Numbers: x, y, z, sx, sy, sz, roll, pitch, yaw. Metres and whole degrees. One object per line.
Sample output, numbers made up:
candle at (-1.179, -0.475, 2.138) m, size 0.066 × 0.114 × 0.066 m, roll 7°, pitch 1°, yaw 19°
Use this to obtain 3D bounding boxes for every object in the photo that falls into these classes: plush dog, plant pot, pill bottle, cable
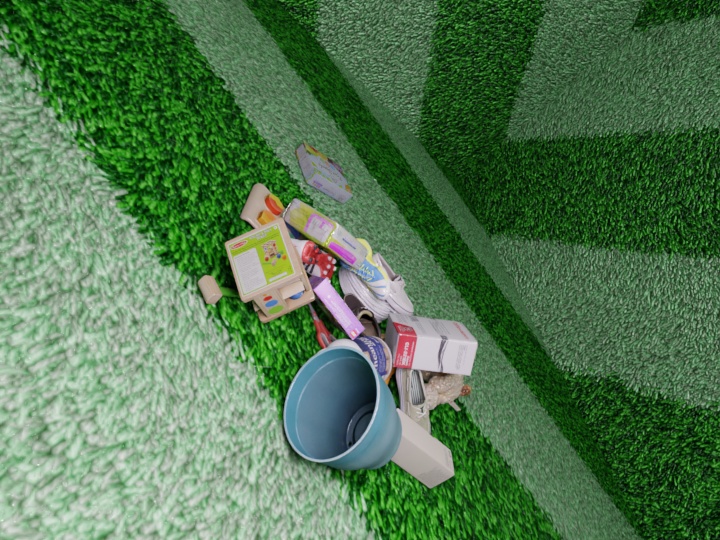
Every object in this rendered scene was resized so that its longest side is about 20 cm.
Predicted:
plush dog at (0.235, 0.260, 1.427) m, size 0.154 × 0.178 × 0.202 m, roll 7°, pitch 30°, yaw 4°
plant pot at (-0.013, 0.275, 0.982) m, size 0.188 × 0.196 × 0.205 m, roll 48°, pitch 19°, yaw -46°
pill bottle at (-0.018, 0.205, 1.152) m, size 0.198 × 0.110 × 0.113 m, roll 6°, pitch 50°, yaw -60°
cable at (0.020, 0.050, 1.491) m, size 0.197 × 0.069 × 0.205 m, roll 24°, pitch 37°, yaw -47°

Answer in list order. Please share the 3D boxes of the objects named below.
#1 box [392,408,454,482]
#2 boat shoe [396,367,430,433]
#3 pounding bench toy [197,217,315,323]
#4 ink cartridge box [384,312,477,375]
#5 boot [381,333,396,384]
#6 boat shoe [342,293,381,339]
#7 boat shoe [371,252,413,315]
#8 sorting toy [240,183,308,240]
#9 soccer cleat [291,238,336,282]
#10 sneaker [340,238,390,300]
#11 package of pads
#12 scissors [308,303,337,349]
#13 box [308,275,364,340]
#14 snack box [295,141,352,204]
box at (0.121, 0.403, 1.186) m, size 0.200 × 0.081 × 0.069 m, roll 44°, pitch 25°, yaw -25°
boat shoe at (0.129, 0.322, 1.253) m, size 0.062 × 0.070 × 0.208 m, roll 177°, pitch -102°, yaw -69°
pounding bench toy at (-0.207, 0.022, 1.046) m, size 0.157 × 0.194 × 0.127 m, roll 77°, pitch -11°, yaw -66°
ink cartridge box at (0.165, 0.175, 1.269) m, size 0.192 × 0.087 × 0.145 m, roll 7°, pitch 14°, yaw -9°
boot at (0.110, 0.224, 1.337) m, size 0.138 × 0.073 × 0.203 m, roll 4°, pitch 28°, yaw -2°
boat shoe at (0.009, 0.124, 1.321) m, size 0.071 × 0.066 × 0.202 m, roll -15°, pitch 48°, yaw -23°
boat shoe at (0.091, 0.038, 1.468) m, size 0.202 × 0.065 × 0.072 m, roll 51°, pitch 24°, yaw -3°
sorting toy at (-0.205, -0.118, 1.333) m, size 0.199 × 0.036 × 0.188 m, roll 43°, pitch 26°, yaw -23°
soccer cleat at (-0.118, -0.026, 1.284) m, size 0.083 × 0.071 × 0.200 m, roll 21°, pitch -11°, yaw 22°
sneaker at (0.000, 0.000, 1.382) m, size 0.102 × 0.077 × 0.203 m, roll -2°, pitch 45°, yaw -34°
package of pads at (-0.091, -0.092, 1.313) m, size 0.198 × 0.069 × 0.154 m, roll 33°, pitch -2°, yaw 41°
scissors at (-0.106, 0.114, 1.232) m, size 0.204 × 0.014 × 0.073 m, roll 58°, pitch 23°, yaw 8°
box at (-0.066, 0.079, 1.192) m, size 0.138 × 0.039 × 0.200 m, roll 53°, pitch -10°, yaw -9°
snack box at (-0.120, -0.321, 1.751) m, size 0.197 × 0.052 × 0.146 m, roll 22°, pitch 40°, yaw -51°
